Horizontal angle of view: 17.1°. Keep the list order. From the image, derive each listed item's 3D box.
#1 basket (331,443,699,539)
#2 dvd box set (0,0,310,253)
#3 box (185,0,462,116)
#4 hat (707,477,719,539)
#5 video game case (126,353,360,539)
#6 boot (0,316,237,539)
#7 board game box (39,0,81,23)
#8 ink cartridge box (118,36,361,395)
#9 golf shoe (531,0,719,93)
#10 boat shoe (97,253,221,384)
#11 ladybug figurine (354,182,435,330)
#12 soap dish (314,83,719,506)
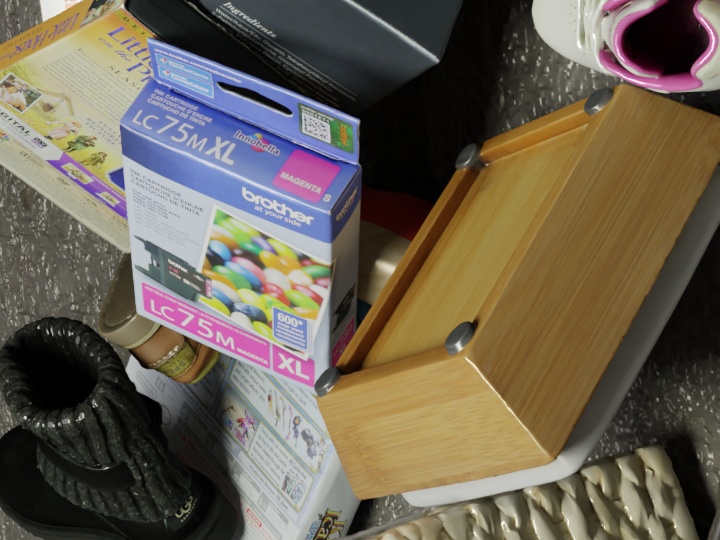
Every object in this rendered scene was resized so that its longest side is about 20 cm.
[{"bbox_3d":[0.072,0.203,1.169,0.161,0.198,0.200,-33,74,54],"label":"basket"},{"bbox_3d":[-0.118,-0.077,1.246,0.200,0.146,0.029,-18,42,51],"label":"dvd box set"},{"bbox_3d":[-0.029,-0.159,1.237,0.200,0.107,0.149,-27,36,56],"label":"box"},{"bbox_3d":[0.202,0.126,1.062,0.200,0.081,0.201,24,120,50],"label":"hat"},{"bbox_3d":[-0.067,0.083,1.453,0.200,0.045,0.182,45,124,40],"label":"video game case"},{"bbox_3d":[-0.179,0.095,1.429,0.211,0.080,0.158,8,146,43],"label":"boot"},{"bbox_3d":[-0.133,-0.175,1.381,0.046,0.200,0.152,-4,99,13],"label":"board game box"},{"bbox_3d":[-0.059,-0.023,1.200,0.119,0.042,0.200,24,145,14],"label":"ink cartridge box"},{"bbox_3d":[0.131,-0.118,1.088,0.200,0.091,0.076,11,109,56],"label":"golf shoe"},{"bbox_3d":[-0.085,-0.028,1.401,0.072,0.068,0.200,-8,51,53],"label":"boat shoe"},{"bbox_3d":[0.000,0.000,1.296,0.200,0.072,0.136,11,152,33],"label":"ladybug figurine"},{"bbox_3d":[0.074,0.010,1.120,0.081,0.200,0.157,42,151,-18],"label":"soap dish"}]
